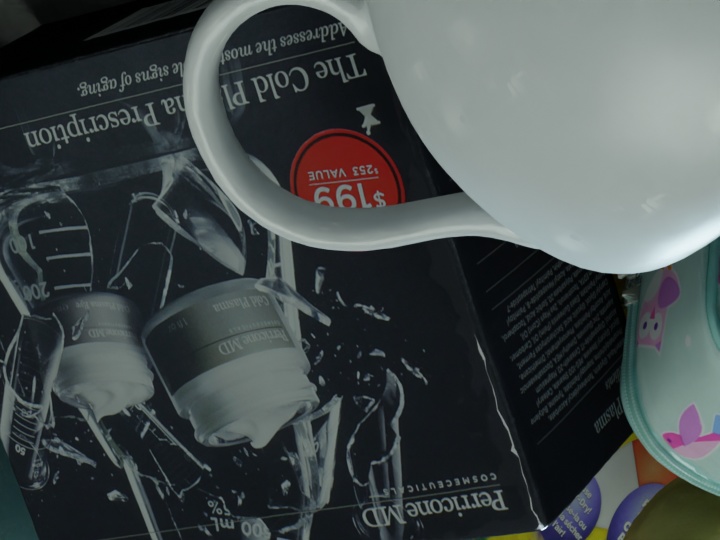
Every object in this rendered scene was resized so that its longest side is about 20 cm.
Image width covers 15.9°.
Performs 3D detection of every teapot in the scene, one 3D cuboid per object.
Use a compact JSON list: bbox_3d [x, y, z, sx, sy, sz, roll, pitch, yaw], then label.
[{"bbox_3d":[0.061,-0.104,0.687,0.146,0.200,0.197,34,158,-11],"label":"teapot"}]

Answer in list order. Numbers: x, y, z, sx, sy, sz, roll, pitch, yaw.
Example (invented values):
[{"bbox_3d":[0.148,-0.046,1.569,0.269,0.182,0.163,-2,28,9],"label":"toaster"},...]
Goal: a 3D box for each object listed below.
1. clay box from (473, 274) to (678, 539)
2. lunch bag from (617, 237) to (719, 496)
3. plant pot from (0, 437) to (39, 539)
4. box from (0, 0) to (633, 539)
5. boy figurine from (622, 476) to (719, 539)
[{"bbox_3d":[0.092,0.082,0.938,0.048,0.200,0.115,18,154,50],"label":"clay box"},{"bbox_3d":[0.179,0.019,0.859,0.199,0.161,0.077,19,147,-15],"label":"lunch bag"},{"bbox_3d":[-0.215,0.123,0.969,0.200,0.135,0.201,24,131,30],"label":"plant pot"},{"bbox_3d":[-0.029,-0.003,0.861,0.199,0.104,0.183,-12,105,32],"label":"box"},{"bbox_3d":[0.166,0.073,0.907,0.124,0.200,0.064,51,142,3],"label":"boy figurine"}]
